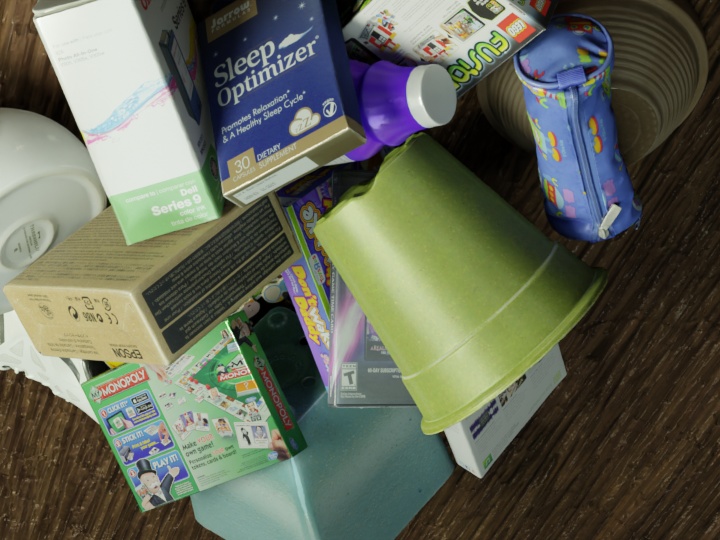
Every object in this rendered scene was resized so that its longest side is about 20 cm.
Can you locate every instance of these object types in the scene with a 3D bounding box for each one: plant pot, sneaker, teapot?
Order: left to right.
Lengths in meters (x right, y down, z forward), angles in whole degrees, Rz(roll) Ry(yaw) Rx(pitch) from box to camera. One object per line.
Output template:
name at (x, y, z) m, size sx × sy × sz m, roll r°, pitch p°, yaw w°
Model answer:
teapot at (-0.325, -0.066, 1.497) m, size 0.197 × 0.146 × 0.201 m, roll 0°, pitch 129°, yaw -55°
sneaker at (-0.311, 0.087, 1.723) m, size 0.115 × 0.076 × 0.201 m, roll -11°, pitch 129°, yaw 23°
plant pot at (-0.055, 0.152, 1.650) m, size 0.195 × 0.196 × 0.201 m, roll 25°, pitch 147°, yaw 34°
plant pot at (0.066, -0.005, 1.407) m, size 0.200 × 0.200 × 0.190 m, roll -37°, pitch 96°, yaw 33°
plant pot at (0.198, -0.148, 1.456) m, size 0.199 × 0.093 × 0.202 m, roll -1°, pitch 137°, yaw -1°

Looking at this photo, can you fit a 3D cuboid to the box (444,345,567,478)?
box at (0.124, 0.084, 1.621) m, size 0.036 × 0.144 × 0.201 m, roll 28°, pitch 154°, yaw 33°

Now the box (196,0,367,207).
box at (-0.067, -0.162, 1.353) m, size 0.121 × 0.201 × 0.032 m, roll -26°, pitch 147°, yaw 25°

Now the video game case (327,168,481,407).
video game case at (0.039, 0.017, 1.492) m, size 0.142 × 0.202 × 0.019 m, roll 2°, pitch 179°, yaw -27°

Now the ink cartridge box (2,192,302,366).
ink cartridge box at (-0.171, 0.000, 1.418) m, size 0.199 × 0.165 × 0.075 m, roll 1°, pitch 123°, yaw 50°

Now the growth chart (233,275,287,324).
growth chart at (-0.096, -0.023, 1.590) m, size 0.200 × 0.018 × 0.145 m, roll -41°, pitch 131°, yaw 4°

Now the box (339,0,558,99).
box at (0.052, -0.185, 1.339) m, size 0.110 × 0.035 × 0.200 m, roll 34°, pitch 148°, yaw -15°

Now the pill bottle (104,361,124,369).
pill bottle at (-0.204, 0.049, 1.643) m, size 0.109 × 0.110 × 0.200 m, roll -19°, pitch 135°, yaw 19°

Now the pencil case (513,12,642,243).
pencil case at (0.173, -0.104, 1.369) m, size 0.078 × 0.087 × 0.201 m, roll -18°, pitch 136°, yaw 1°

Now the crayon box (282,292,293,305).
crayon box at (0.034, 0.027, 1.671) m, size 0.199 × 0.052 × 0.126 m, roll -30°, pitch 130°, yaw 28°

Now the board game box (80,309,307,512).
board game box at (-0.153, 0.130, 1.561) m, size 0.199 × 0.029 × 0.135 m, roll -23°, pitch 93°, yaw 37°

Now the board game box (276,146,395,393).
board game box at (0.000, 0.000, 1.531) m, size 0.045 × 0.134 × 0.201 m, roll 6°, pitch 125°, yaw 48°

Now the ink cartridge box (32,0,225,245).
ink cartridge box at (-0.172, -0.147, 1.366) m, size 0.087 × 0.146 × 0.201 m, roll -16°, pitch 116°, yaw 11°

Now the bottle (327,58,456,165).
bottle at (-0.016, -0.126, 1.376) m, size 0.199 × 0.066 × 0.084 m, roll -6°, pitch 135°, yaw 40°
